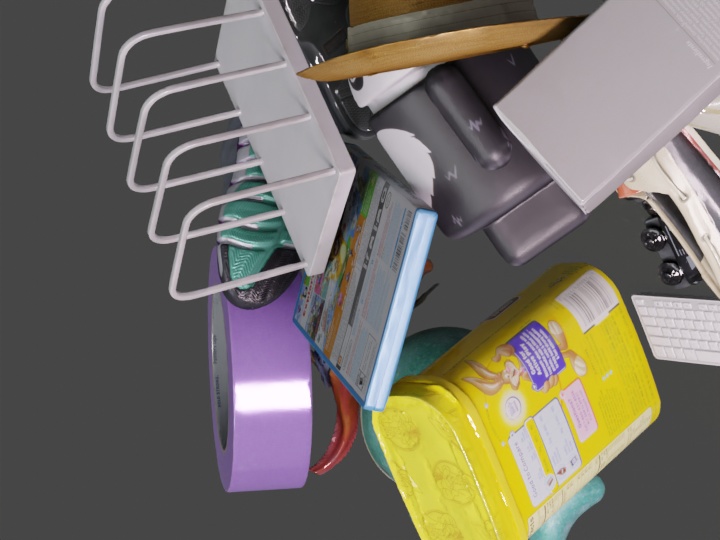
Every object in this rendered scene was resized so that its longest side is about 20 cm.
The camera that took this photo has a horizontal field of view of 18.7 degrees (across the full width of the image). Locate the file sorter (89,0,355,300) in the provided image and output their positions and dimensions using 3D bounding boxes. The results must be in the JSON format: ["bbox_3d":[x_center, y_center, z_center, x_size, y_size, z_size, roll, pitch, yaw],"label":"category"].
[{"bbox_3d":[-0.106,-0.102,1.564,0.139,0.124,0.201,110,141,-57],"label":"file sorter"}]

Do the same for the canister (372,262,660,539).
[{"bbox_3d":[0.117,0.102,1.560,0.086,0.200,0.150,-2,117,49],"label":"canister"}]

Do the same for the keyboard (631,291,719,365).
[{"bbox_3d":[0.272,0.045,1.501,0.199,0.011,0.057,4,121,47],"label":"keyboard"}]

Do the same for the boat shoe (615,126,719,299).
[{"bbox_3d":[0.194,-0.065,1.417,0.200,0.063,0.071,44,179,-9],"label":"boat shoe"}]

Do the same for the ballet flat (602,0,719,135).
[{"bbox_3d":[0.206,-0.136,1.374,0.200,0.075,0.068,49,143,6],"label":"ballet flat"}]

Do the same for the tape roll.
[{"bbox_3d":[-0.084,0.078,1.786,0.200,0.065,0.202,177,90,-80],"label":"tape roll"}]

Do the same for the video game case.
[{"bbox_3d":[0.000,0.000,1.554,0.200,0.018,0.144,-135,58,-67],"label":"video game case"}]

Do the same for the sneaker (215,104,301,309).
[{"bbox_3d":[-0.079,-0.059,1.698,0.074,0.202,0.087,15,160,-18],"label":"sneaker"}]

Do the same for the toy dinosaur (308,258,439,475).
[{"bbox_3d":[0.012,0.052,1.687,0.182,0.104,0.202,119,150,-81],"label":"toy dinosaur"}]

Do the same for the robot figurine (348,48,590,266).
[{"bbox_3d":[0.075,-0.101,1.506,0.201,0.125,0.150,55,144,-3],"label":"robot figurine"}]

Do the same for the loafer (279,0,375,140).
[{"bbox_3d":[-0.041,-0.188,1.618,0.063,0.072,0.201,9,127,51],"label":"loafer"}]

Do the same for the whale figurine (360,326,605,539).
[{"bbox_3d":[0.094,0.131,1.644,0.200,0.159,0.104,41,175,-3],"label":"whale figurine"}]

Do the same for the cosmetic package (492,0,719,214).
[{"bbox_3d":[0.177,-0.130,1.294,0.090,0.200,0.107,50,-177,6],"label":"cosmetic package"}]

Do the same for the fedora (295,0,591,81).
[{"bbox_3d":[0.046,-0.167,1.329,0.200,0.200,0.083,-5,97,49],"label":"fedora"}]

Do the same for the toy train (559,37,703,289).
[{"bbox_3d":[0.188,-0.080,1.474,0.046,0.034,0.201,-17,106,40],"label":"toy train"}]
